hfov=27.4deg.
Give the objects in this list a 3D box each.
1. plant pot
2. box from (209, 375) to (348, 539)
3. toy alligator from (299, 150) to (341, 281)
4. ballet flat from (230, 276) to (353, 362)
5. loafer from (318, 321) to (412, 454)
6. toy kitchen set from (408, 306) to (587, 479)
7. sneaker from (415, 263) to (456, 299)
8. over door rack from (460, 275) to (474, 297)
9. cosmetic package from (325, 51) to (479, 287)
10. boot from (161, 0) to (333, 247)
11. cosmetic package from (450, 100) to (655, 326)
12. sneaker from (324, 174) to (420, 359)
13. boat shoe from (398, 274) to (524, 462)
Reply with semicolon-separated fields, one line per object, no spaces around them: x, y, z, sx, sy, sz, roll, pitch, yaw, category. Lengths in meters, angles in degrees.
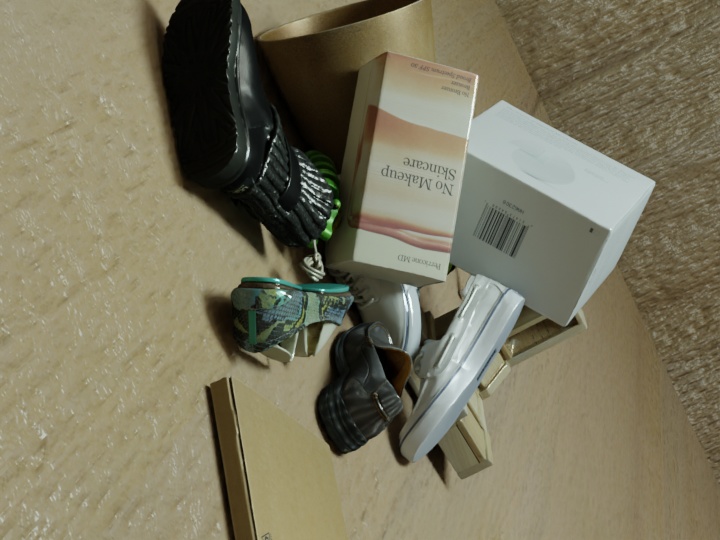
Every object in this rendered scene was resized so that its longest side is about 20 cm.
0.008;-0.170;1.540;0.187;0.184;0.202;-63;139;-69;plant pot
-0.049;0.195;1.095;0.163;0.021;0.202;44;27;-53;box
-0.040;-0.063;1.369;0.059;0.054;0.201;33;21;-26;toy alligator
-0.058;0.042;1.229;0.075;0.074;0.200;69;18;10;ballet flat
0.017;0.097;1.347;0.073;0.072;0.200;59;17;-19;loafer
0.134;0.070;1.558;0.164;0.179;0.201;57;14;-24;toy kitchen set
0.063;-0.017;1.567;0.200;0.082;0.072;-68;166;-65;sneaker
0.135;-0.012;1.847;0.148;0.066;0.200;51;2;-42;over door rack
0.040;-0.094;1.403;0.087;0.102;0.203;169;-69;-72;cosmetic package
-0.097;-0.135;1.292;0.157;0.079;0.214;30;49;-53;boot
0.180;-0.066;1.556;0.198;0.124;0.200;30;28;14;cosmetic package
0.000;0.000;1.465;0.070;0.073;0.202;-9;77;-44;sneaker
0.086;0.095;1.459;0.065;0.201;0.074;31;-19;15;boat shoe
